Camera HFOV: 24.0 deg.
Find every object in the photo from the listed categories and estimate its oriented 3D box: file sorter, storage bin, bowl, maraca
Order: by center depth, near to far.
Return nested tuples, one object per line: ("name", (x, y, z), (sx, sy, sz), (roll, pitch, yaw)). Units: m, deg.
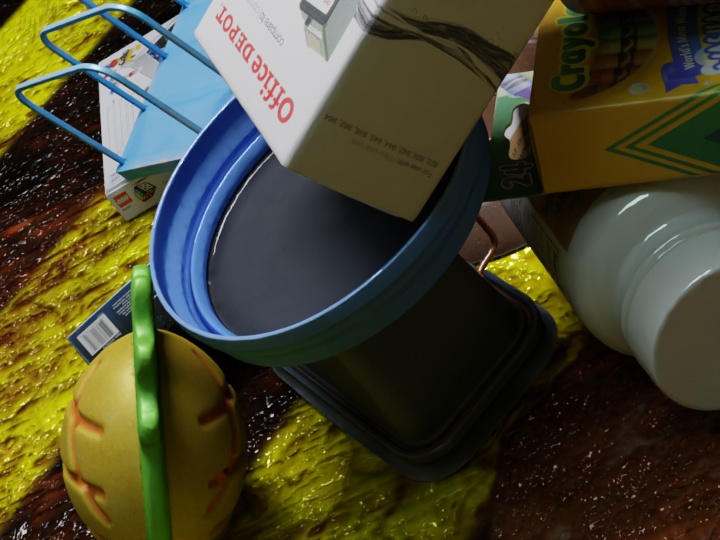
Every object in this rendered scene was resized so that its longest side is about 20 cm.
("bowl", (-0.020, -0.039, 0.888), (0.199, 0.039, 0.202), (-22, 45, 23))
("maraca", (-0.117, 0.088, 0.952), (0.106, 0.201, 0.138), (-6, 50, -9))
("storage bin", (0.000, 0.000, 0.973), (0.146, 0.134, 0.200), (-49, 41, -7))
("file sorter", (-0.142, -0.189, 1.220), (0.138, 0.122, 0.202), (-6, 59, 50))

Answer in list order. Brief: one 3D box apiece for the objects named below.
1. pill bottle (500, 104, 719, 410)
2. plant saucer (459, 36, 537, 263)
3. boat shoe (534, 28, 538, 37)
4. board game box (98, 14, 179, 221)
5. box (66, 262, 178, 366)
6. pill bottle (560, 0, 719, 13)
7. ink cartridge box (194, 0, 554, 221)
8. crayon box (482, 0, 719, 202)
("pill bottle", (0.154, -0.020, 0.902), (0.114, 0.115, 0.200), (-33, 36, 4))
("plant saucer", (0.085, -0.088, 1.108), (0.199, 0.035, 0.201), (-22, 37, 18))
("boat shoe", (0.154, -0.149, 1.048), (0.200, 0.065, 0.072), (40, 120, 24))
("board game box", (-0.148, -0.136, 1.353), (0.126, 0.035, 0.201), (-28, 36, 11))
("box", (-0.102, -0.005, 1.105), (0.200, 0.038, 0.137), (-43, 0, -8))
("pill bottle", (0.193, -0.189, 0.829), (0.198, 0.113, 0.113), (-1, 46, 20))
("ink cartridge box", (0.019, -0.149, 0.805), (0.201, 0.084, 0.146), (-57, 36, 17))
("crayon box", (0.159, -0.100, 0.865), (0.198, 0.052, 0.126), (-7, 36, 15))
